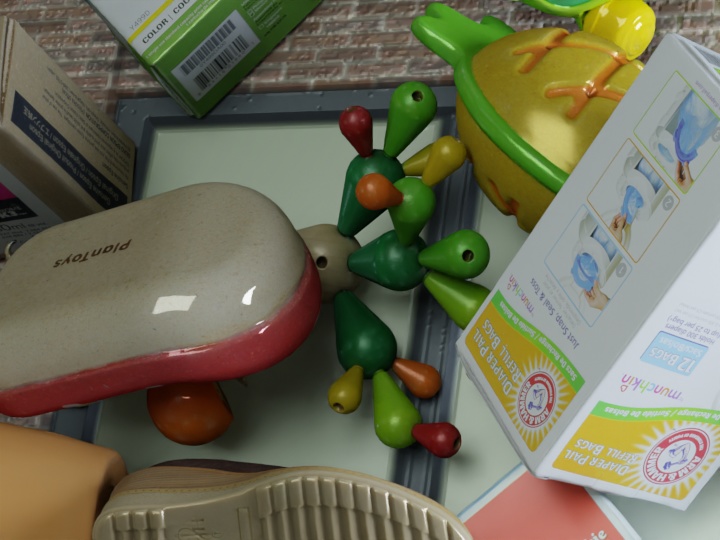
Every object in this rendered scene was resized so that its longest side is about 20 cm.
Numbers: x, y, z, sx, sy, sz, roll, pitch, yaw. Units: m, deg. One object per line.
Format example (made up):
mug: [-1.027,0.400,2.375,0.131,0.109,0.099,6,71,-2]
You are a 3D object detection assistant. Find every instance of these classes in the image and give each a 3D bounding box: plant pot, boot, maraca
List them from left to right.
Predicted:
plant pot: [-0.199,0.165,1.030,0.138,0.200,0.202,0,66,5]
boot: [-0.027,0.124,0.984,0.198,0.166,0.073,3,94,14]
maraca: [0.104,-0.085,1.051,0.107,0.136,0.200,-56,48,23]

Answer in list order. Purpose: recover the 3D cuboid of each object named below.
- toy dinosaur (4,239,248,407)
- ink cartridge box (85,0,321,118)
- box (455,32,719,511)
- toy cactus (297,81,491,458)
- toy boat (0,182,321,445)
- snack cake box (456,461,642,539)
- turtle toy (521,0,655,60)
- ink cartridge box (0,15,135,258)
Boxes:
toy dinosaur: [-0.159,0.030,1.147,0.198,0.058,0.102,-3,90,10]
ink cartridge box: [-0.121,-0.218,1.225,0.148,0.076,0.200,-44,60,-1]
box: [0.154,0.005,0.940,0.201,0.112,0.102,-56,38,22]
toy cactus: [0.000,0.000,1.065,0.164,0.102,0.202,-1,97,45]
toy boat: [-0.108,0.040,1.051,0.198,0.131,0.131,-14,33,27]
snack cake box: [0.062,0.196,0.971,0.200,0.067,0.115,-39,58,2]
turtle toy: [0.148,-0.225,1.101,0.200,0.101,0.146,-43,59,-13]
ink cartridge box: [-0.260,-0.069,1.163,0.198,0.165,0.076,-7,66,20]
